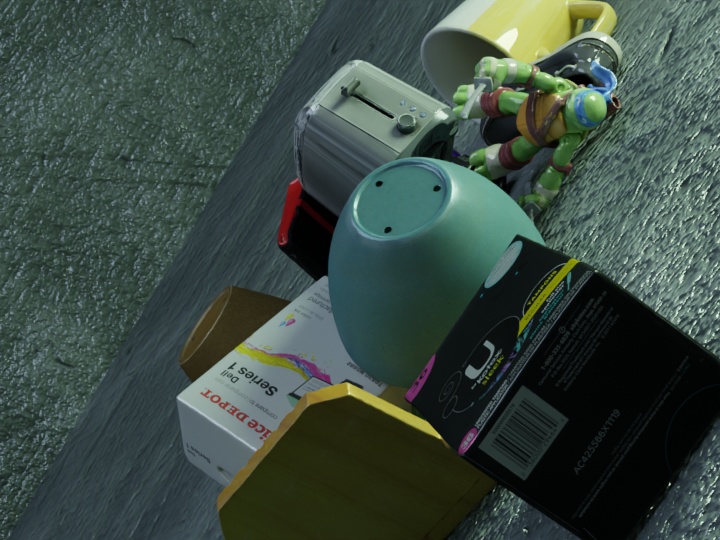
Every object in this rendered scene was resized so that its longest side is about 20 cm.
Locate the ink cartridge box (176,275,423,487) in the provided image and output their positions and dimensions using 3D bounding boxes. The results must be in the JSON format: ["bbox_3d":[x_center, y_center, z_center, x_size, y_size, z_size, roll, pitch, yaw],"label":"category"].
[{"bbox_3d":[-0.045,0.116,1.567,0.200,0.144,0.084,-39,-37,-31],"label":"ink cartridge box"}]

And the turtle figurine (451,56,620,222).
[{"bbox_3d":[0.136,-0.128,1.676,0.200,0.144,0.194,-55,17,-12],"label":"turtle figurine"}]

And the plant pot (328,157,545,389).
[{"bbox_3d":[0.054,-0.018,1.504,0.199,0.135,0.201,-12,48,14],"label":"plant pot"}]

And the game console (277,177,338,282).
[{"bbox_3d":[0.000,0.000,1.731,0.031,0.200,0.177,-42,17,24],"label":"game console"}]

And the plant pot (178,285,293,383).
[{"bbox_3d":[-0.074,0.109,1.729,0.187,0.200,0.187,-52,14,18],"label":"plant pot"}]

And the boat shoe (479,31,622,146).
[{"bbox_3d":[0.183,-0.171,1.783,0.200,0.073,0.063,-35,20,46],"label":"boat shoe"}]

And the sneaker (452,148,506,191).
[{"bbox_3d":[0.114,-0.089,1.857,0.099,0.069,0.200,-42,21,24],"label":"sneaker"}]

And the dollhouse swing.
[{"bbox_3d":[-0.001,0.147,1.421,0.200,0.175,0.182,-50,14,25],"label":"dollhouse swing"}]

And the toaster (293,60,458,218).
[{"bbox_3d":[0.013,-0.107,1.671,0.114,0.129,0.200,-47,-19,-21],"label":"toaster"}]

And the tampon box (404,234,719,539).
[{"bbox_3d":[0.136,0.079,1.196,0.150,0.126,0.200,-55,12,0],"label":"tampon box"}]

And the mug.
[{"bbox_3d":[0.183,-0.249,1.912,0.153,0.186,0.150,-52,-23,-27],"label":"mug"}]
